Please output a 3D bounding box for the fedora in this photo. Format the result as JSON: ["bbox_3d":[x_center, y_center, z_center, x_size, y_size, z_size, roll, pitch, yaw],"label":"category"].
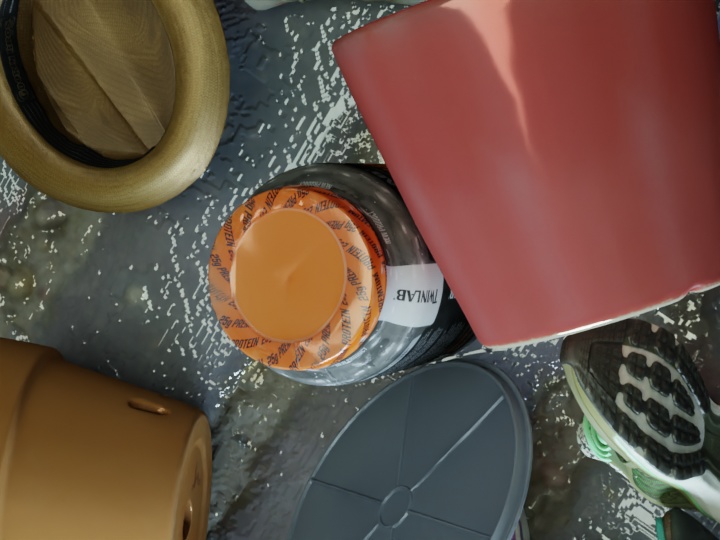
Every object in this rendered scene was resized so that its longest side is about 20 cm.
[{"bbox_3d":[-0.153,-0.136,1.221,0.200,0.082,0.201,6,103,24],"label":"fedora"}]

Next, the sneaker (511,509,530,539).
[{"bbox_3d":[0.048,0.213,1.147,0.073,0.114,0.201,5,93,23],"label":"sneaker"}]

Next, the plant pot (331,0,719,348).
[{"bbox_3d":[0.105,-0.064,1.016,0.200,0.200,0.178,-16,92,22],"label":"plant pot"}]

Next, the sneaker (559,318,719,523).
[{"bbox_3d":[0.149,0.091,1.072,0.089,0.200,0.077,-7,57,36],"label":"sneaker"}]

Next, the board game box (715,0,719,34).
[{"bbox_3d":[0.234,-0.121,1.086,0.200,0.057,0.166,28,100,19],"label":"board game box"}]

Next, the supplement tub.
[{"bbox_3d":[0.000,0.000,1.109,0.122,0.200,0.123,1,93,21],"label":"supplement tub"}]

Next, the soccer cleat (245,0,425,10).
[{"bbox_3d":[-0.032,-0.187,1.188,0.200,0.069,0.078,25,107,26],"label":"soccer cleat"}]

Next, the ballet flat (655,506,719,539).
[{"bbox_3d":[0.213,0.217,1.095,0.068,0.068,0.200,-9,112,11],"label":"ballet flat"}]

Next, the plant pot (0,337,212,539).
[{"bbox_3d":[-0.171,0.146,1.201,0.140,0.200,0.200,6,95,6],"label":"plant pot"}]

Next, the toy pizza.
[{"bbox_3d":[0.030,0.144,1.140,0.200,0.032,0.200,-35,36,31],"label":"toy pizza"}]
